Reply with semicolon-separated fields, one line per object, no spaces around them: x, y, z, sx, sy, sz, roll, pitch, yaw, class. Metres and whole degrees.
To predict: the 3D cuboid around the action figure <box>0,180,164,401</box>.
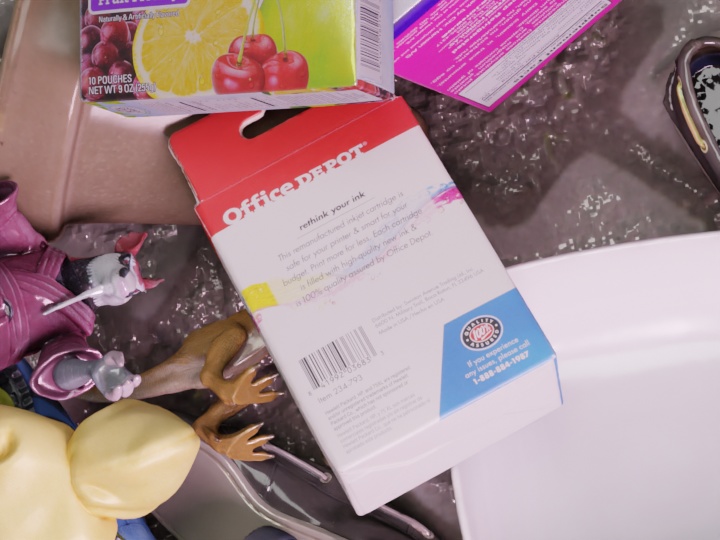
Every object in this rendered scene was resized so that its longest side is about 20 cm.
-0.187;0.032;1.029;0.199;0.149;0.134;-15;73;-28;action figure

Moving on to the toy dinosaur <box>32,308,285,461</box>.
-0.080;0.050;1.104;0.199;0.061;0.106;-27;40;0;toy dinosaur

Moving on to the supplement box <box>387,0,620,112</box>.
0.042;-0.159;1.072;0.103;0.200;0.101;-39;74;14;supplement box

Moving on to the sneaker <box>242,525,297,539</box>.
-0.038;0.229;1.043;0.082;0.070;0.201;4;80;30;sneaker

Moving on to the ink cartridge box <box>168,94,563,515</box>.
0.000;0.000;1.024;0.116;0.067;0.200;-28;64;-3;ink cartridge box

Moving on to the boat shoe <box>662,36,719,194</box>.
0.226;-0.035;1.091;0.072;0.061;0.201;-38;74;1;boat shoe

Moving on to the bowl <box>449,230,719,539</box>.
0.146;0.090;1.034;0.199;0.075;0.201;-10;64;7;bowl

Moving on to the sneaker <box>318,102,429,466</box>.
0.026;0.012;1.128;0.075;0.070;0.201;11;78;-13;sneaker

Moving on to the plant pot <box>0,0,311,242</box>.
-0.095;-0.097;1.114;0.174;0.200;0.201;15;81;-5;plant pot

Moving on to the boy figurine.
-0.172;0.116;1.045;0.199;0.064;0.125;-30;89;7;boy figurine

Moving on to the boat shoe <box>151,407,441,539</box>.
-0.040;0.128;1.118;0.199;0.057;0.067;29;121;18;boat shoe

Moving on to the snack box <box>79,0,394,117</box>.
-0.058;-0.176;0.976;0.142;0.053;0.201;-1;86;21;snack box

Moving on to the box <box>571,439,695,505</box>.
0.115;0.199;1.078;0.110;0.035;0.200;36;87;15;box

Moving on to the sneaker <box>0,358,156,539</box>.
-0.169;0.103;1.114;0.066;0.078;0.200;-35;90;9;sneaker
